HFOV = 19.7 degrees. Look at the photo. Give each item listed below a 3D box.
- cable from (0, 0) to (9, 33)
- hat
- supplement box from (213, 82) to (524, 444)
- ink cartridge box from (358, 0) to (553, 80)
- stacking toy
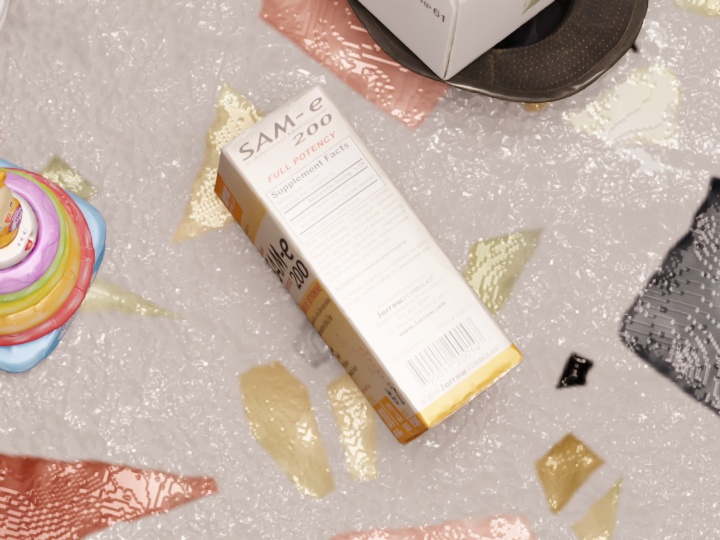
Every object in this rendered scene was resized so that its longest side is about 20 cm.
[{"bbox_3d":[-0.311,-0.168,1.242,0.200,0.069,0.200,17,78,-5],"label":"cable"},{"bbox_3d":[0.075,-0.170,1.286,0.201,0.081,0.201,3,61,-5],"label":"hat"},{"bbox_3d":[0.000,0.000,1.224,0.074,0.126,0.200,-36,86,-10],"label":"supplement box"},{"bbox_3d":[0.074,-0.229,1.223,0.200,0.085,0.145,-37,70,-23],"label":"ink cartridge box"},{"bbox_3d":[-0.204,-0.020,1.162,0.110,0.200,0.116,27,77,-2],"label":"stacking toy"}]
